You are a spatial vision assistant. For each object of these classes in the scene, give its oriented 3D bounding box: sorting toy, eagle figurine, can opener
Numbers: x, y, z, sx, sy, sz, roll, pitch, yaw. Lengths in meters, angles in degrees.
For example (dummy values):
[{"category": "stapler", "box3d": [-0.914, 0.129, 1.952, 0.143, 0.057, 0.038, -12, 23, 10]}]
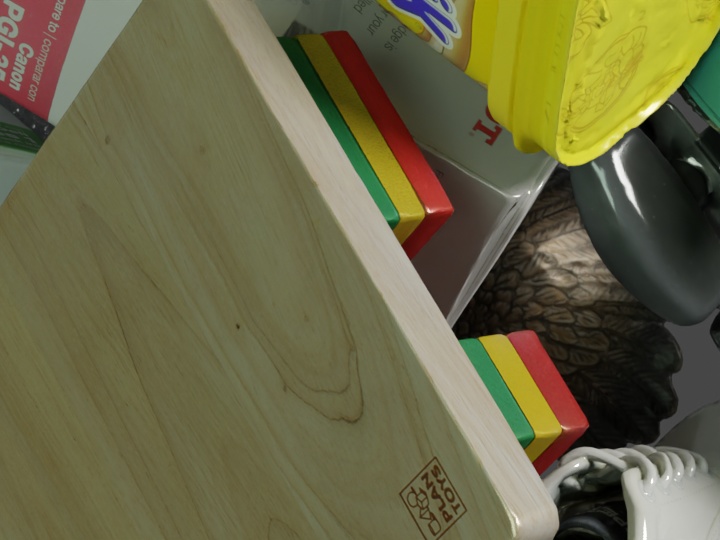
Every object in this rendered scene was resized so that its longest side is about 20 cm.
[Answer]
[{"category": "sorting toy", "box3d": [-0.032, 0.045, 0.771, 0.199, 0.069, 0.201, -49, 62, 38]}, {"category": "eagle figurine", "box3d": [0.003, 0.005, 0.921, 0.200, 0.151, 0.152, 24, 78, 40]}, {"category": "can opener", "box3d": [0.136, 0.026, 0.841, 0.200, 0.067, 0.053, 48, 148, -11]}]

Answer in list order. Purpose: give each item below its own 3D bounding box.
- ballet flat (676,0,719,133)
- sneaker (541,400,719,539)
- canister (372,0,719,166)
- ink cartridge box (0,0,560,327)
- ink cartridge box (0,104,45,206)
[{"category": "ballet flat", "box3d": [0.118, -0.096, 0.825, 0.200, 0.074, 0.074, 48, 115, 29]}, {"category": "sneaker", "box3d": [0.093, 0.088, 0.828, 0.073, 0.200, 0.071, 5, 121, 31]}, {"category": "canister", "box3d": [0.017, -0.144, 0.763, 0.200, 0.086, 0.149, 40, 153, 22]}, {"category": "ink cartridge box", "box3d": [-0.018, -0.084, 0.865, 0.199, 0.147, 0.083, 31, 133, 4]}, {"category": "ink cartridge box", "box3d": [-0.197, -0.009, 1.017, 0.200, 0.084, 0.147, 38, 116, 59]}]
